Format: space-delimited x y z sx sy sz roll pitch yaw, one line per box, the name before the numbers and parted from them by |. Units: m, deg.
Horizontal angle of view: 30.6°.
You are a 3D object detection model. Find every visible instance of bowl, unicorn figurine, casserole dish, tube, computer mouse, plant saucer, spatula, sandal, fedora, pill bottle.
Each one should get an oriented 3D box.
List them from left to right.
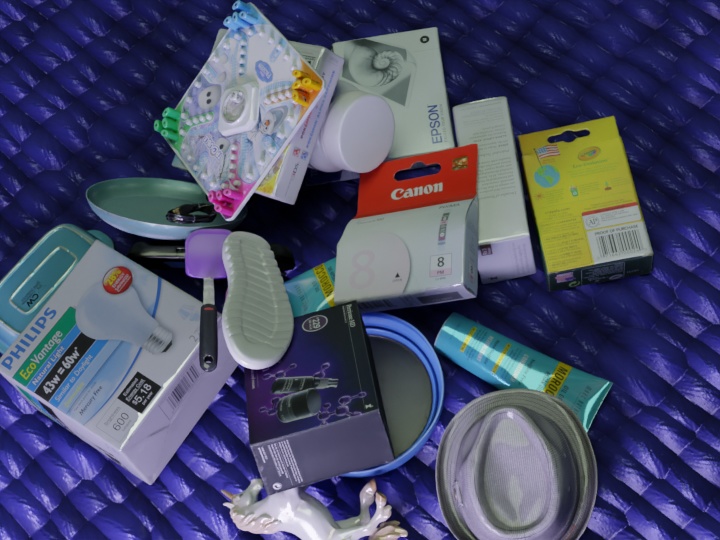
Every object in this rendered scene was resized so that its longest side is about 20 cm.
casserole dish | -0.394 0.020 1.659 0.121 0.039 0.200 33 73 25
plant saucer | -0.239 -0.074 1.622 0.199 0.200 0.028 14 109 18
spatula | -0.171 0.032 1.481 0.056 0.021 0.201 2 47 -7
computer mouse | -0.178 -0.092 1.609 0.058 0.200 0.034 15 110 16
sandal | -0.120 0.040 1.469 0.082 0.050 0.203 13 42 -17
unicorn figurine | -0.058 0.259 1.435 0.200 0.074 0.138 41 98 17
pill bottle | -0.060 -0.184 1.627 0.199 0.114 0.114 18 64 43
bowl | -0.001 0.144 1.515 0.199 0.039 0.202 -5 61 9
tube | 0.000 0.000 1.584 0.199 0.051 0.078 -28 41 1
fedora | 0.163 0.213 1.400 0.176 0.090 0.201 -2 71 10
tube | 0.181 0.115 1.497 0.199 0.050 0.078 28 81 17

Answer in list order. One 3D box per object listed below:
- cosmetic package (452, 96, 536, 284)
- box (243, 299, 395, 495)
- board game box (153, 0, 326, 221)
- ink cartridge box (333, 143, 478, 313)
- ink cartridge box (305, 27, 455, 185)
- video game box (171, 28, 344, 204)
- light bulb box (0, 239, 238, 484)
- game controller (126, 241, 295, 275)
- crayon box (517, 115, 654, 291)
cosmetic package | 0.161 -0.097 1.580 0.074 0.102 0.201 -11 62 7
box | -0.049 0.133 1.420 0.140 0.079 0.200 -14 33 0
board game box | -0.149 -0.193 1.552 0.200 0.026 0.200 -53 49 15
ink cartridge box | 0.054 -0.055 1.519 0.162 0.057 0.201 -9 66 25
ink cartridge box | 0.016 -0.215 1.706 0.199 0.041 0.201 -10 61 6
video game box | -0.125 -0.187 1.577 0.199 0.047 0.183 19 87 43
light bulb box | -0.278 0.106 1.540 0.199 0.125 0.199 28 70 21
game controller | -0.179 -0.014 1.588 0.199 0.104 0.042 0 92 2
crayon box | 0.268 -0.082 1.579 0.126 0.051 0.201 -10 61 5
